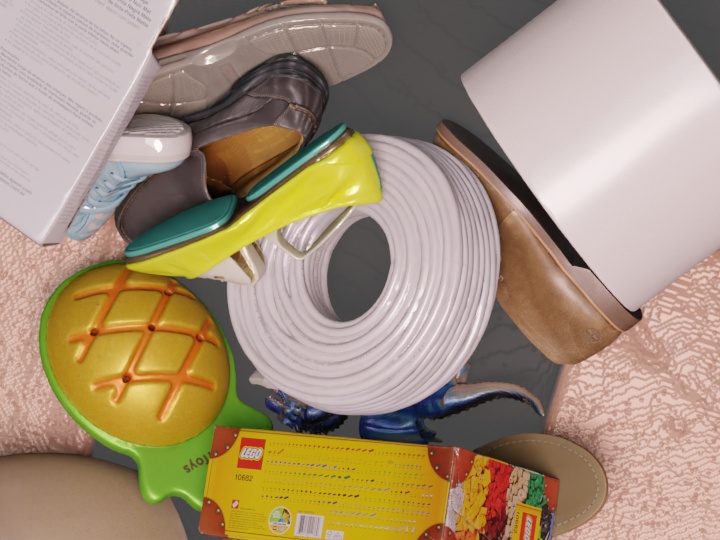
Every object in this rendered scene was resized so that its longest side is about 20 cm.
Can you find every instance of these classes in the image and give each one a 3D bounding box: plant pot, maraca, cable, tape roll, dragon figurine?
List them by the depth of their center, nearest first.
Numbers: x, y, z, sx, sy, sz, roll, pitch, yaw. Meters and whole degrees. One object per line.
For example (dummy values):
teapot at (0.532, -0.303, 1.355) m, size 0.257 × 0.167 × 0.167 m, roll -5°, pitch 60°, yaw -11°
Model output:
tape roll at (0.180, -0.093, 1.499) m, size 0.139 × 0.203 × 0.203 m, roll -37°, pitch 89°, yaw 10°
cable at (0.000, 0.000, 1.548) m, size 0.199 × 0.069 × 0.202 m, roll 14°, pitch 86°, yaw 35°
plant pot at (-0.195, 0.214, 1.599) m, size 0.133 × 0.200 × 0.202 m, roll -18°, pitch 92°, yaw -18°
maraca at (-0.148, 0.080, 1.599) m, size 0.137 × 0.107 × 0.201 m, roll -30°, pitch 76°, yaw -26°
dragon figurine at (0.033, 0.100, 1.606) m, size 0.198 × 0.059 × 0.100 m, roll 18°, pitch 99°, yaw 11°

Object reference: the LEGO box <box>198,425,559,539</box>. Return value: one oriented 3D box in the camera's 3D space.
LEGO box at (0.013, 0.162, 1.529) m, size 0.199 × 0.149 × 0.078 m, roll 2°, pitch 79°, yaw 33°

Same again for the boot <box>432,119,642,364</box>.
boot at (0.108, -0.018, 1.585) m, size 0.075 × 0.074 × 0.200 m, roll -40°, pitch 90°, yaw 19°

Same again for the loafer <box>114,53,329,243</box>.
loafer at (-0.107, -0.073, 1.585) m, size 0.073 × 0.073 × 0.200 m, roll 37°, pitch 121°, yaw -23°

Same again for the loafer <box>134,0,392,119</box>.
loafer at (-0.077, -0.164, 1.600) m, size 0.198 × 0.072 × 0.063 m, roll -15°, pitch 49°, yaw 8°

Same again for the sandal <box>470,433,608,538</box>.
sandal at (0.097, 0.169, 1.606) m, size 0.210 × 0.069 × 0.078 m, roll -16°, pitch 68°, yaw 29°

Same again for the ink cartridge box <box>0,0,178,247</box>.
ink cartridge box at (-0.240, -0.152, 1.514) m, size 0.199 × 0.041 × 0.201 m, roll 34°, pitch 101°, yaw 10°

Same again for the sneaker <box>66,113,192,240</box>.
sneaker at (-0.186, -0.065, 1.594) m, size 0.199 × 0.074 × 0.083 m, roll 0°, pitch 105°, yaw 47°

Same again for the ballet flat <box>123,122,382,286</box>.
ballet flat at (-0.070, -0.029, 1.525) m, size 0.199 × 0.067 × 0.067 m, roll -28°, pitch 105°, yaw 21°
